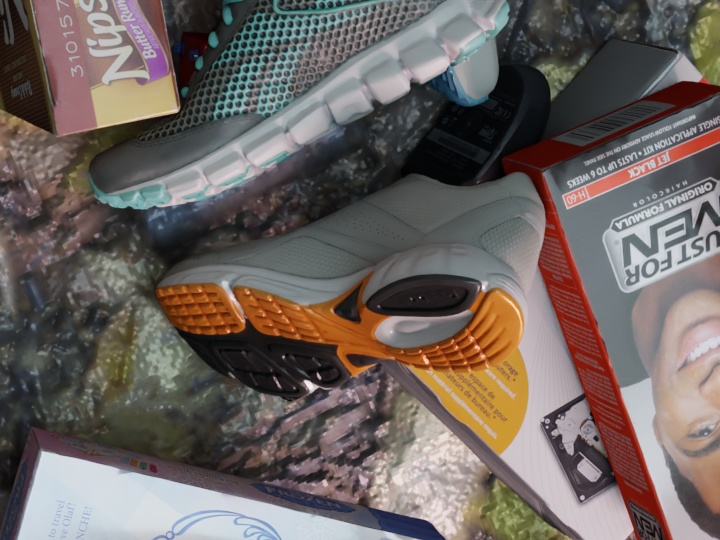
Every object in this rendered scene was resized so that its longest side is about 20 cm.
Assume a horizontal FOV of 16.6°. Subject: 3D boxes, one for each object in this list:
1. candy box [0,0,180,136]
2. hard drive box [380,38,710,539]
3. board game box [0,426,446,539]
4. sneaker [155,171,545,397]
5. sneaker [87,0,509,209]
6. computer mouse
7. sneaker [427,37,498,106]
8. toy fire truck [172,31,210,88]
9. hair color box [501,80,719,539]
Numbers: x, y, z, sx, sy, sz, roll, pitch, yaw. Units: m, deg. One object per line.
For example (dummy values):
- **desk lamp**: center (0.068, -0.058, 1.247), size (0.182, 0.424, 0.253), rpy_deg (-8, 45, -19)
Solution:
- **candy box**: center (-0.134, -0.126, 1.026), size (0.056, 0.200, 0.117), rpy_deg (-13, 104, -16)
- **hard drive box**: center (0.121, 0.012, 1.205), size (0.156, 0.077, 0.200), rpy_deg (44, 83, -21)
- **board game box**: center (-0.082, 0.191, 1.134), size (0.199, 0.043, 0.200), rpy_deg (15, 98, -18)
- **sneaker**: center (0.000, 0.000, 1.126), size (0.076, 0.200, 0.092), rpy_deg (60, 42, -35)
- **sneaker**: center (-0.039, -0.097, 1.090), size (0.200, 0.078, 0.091), rpy_deg (-29, 91, -1)
- **computer mouse**: center (0.027, -0.016, 1.180), size (0.200, 0.059, 0.034), rpy_deg (-51, 126, -3)
- **sneaker**: center (0.041, -0.175, 1.146), size (0.081, 0.077, 0.200), rpy_deg (-18, 107, -17)
- **toy fire truck**: center (-0.078, -0.166, 1.119), size (0.141, 0.049, 0.200), rpy_deg (3, 100, -18)
- **hair color box**: center (0.149, 0.024, 1.137), size (0.101, 0.061, 0.200), rpy_deg (-24, 103, -11)
